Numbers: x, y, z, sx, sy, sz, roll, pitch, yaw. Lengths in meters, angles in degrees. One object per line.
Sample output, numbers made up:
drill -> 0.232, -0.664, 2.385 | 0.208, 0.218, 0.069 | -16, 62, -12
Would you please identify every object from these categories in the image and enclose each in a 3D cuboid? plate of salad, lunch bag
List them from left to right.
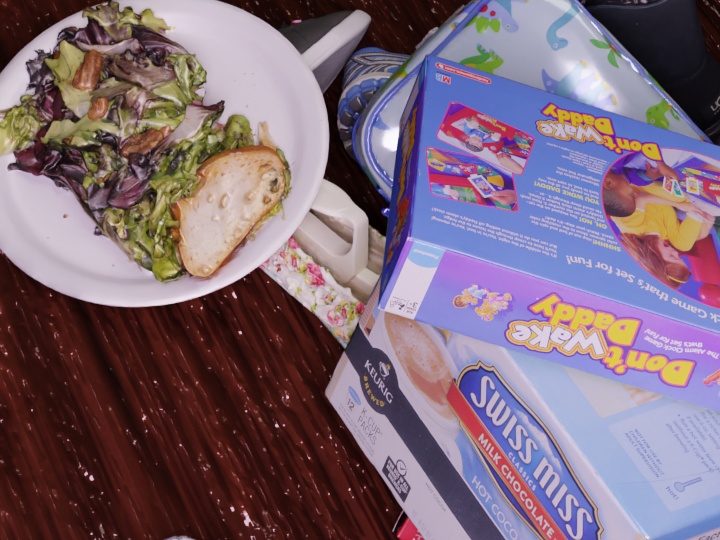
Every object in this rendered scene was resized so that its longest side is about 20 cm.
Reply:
plate of salad -> -0.116, -0.074, 1.065 | 0.198, 0.048, 0.202 | -2, 62, 3
lunch bag -> 0.101, -0.055, 1.109 | 0.200, 0.161, 0.082 | 45, -2, -5

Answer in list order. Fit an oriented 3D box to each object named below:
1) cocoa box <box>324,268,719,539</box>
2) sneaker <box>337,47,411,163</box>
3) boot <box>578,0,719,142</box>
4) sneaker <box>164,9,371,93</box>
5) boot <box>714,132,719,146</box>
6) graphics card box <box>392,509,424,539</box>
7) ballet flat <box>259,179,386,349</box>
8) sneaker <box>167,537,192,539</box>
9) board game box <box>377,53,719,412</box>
cocoa box -> 0.101, 0.074, 0.939 | 0.132, 0.132, 0.201 | -13, 54, -35
sneaker -> 0.078, -0.103, 1.235 | 0.198, 0.077, 0.086 | 12, 35, -20
boot -> 0.139, -0.163, 1.215 | 0.199, 0.168, 0.077 | 29, 74, 39
sneaker -> -0.075, -0.132, 1.180 | 0.099, 0.071, 0.200 | 41, 46, 9
boot -> 0.232, 0.020, 0.998 | 0.187, 0.069, 0.201 | 16, 73, 30
graphics card box -> 0.131, 0.151, 1.014 | 0.199, 0.051, 0.125 | 38, 42, 12
ballet flat -> 0.000, 0.000, 1.090 | 0.199, 0.064, 0.076 | 35, 47, 9
sneaker -> -0.029, 0.175, 0.849 | 0.077, 0.086, 0.200 | -4, 38, -41
board game box -> 0.112, -0.015, 0.901 | 0.198, 0.045, 0.135 | 17, 42, -8
